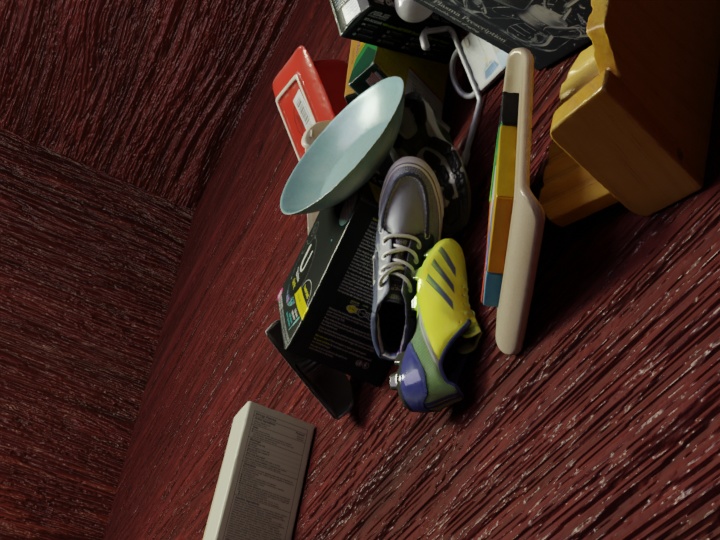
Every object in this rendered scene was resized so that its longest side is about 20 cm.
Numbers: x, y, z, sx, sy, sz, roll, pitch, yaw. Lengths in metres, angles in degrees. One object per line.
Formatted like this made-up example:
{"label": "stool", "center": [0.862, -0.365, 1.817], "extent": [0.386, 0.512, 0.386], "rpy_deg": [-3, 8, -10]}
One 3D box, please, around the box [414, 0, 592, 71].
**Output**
{"label": "box", "center": [0.149, -0.302, 0.910], "extent": [0.106, 0.197, 0.182], "rpy_deg": [-69, 15, -13]}

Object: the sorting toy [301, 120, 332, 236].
{"label": "sorting toy", "center": [-0.017, -0.139, 1.377], "extent": [0.182, 0.104, 0.203], "rpy_deg": [-79, -8, -49]}

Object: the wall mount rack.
{"label": "wall mount rack", "center": [0.139, -0.226, 1.092], "extent": [0.200, 0.073, 0.177], "rpy_deg": [-38, 70, 62]}

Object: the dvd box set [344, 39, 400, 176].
{"label": "dvd box set", "center": [0.022, -0.245, 1.325], "extent": [0.029, 0.147, 0.202], "rpy_deg": [-12, 43, 17]}

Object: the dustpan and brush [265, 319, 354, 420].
{"label": "dustpan and brush", "center": [-0.050, 0.113, 1.222], "extent": [0.057, 0.140, 0.200], "rpy_deg": [-40, -3, -2]}

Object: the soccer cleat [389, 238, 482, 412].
{"label": "soccer cleat", "center": [0.088, 0.051, 0.942], "extent": [0.082, 0.065, 0.203], "rpy_deg": [-11, 45, 31]}

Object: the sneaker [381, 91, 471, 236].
{"label": "sneaker", "center": [0.094, -0.116, 1.099], "extent": [0.076, 0.088, 0.203], "rpy_deg": [-36, 50, 24]}

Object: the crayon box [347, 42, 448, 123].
{"label": "crayon box", "center": [0.056, -0.261, 1.260], "extent": [0.050, 0.127, 0.202], "rpy_deg": [-34, 26, 32]}

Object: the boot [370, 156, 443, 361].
{"label": "boot", "center": [0.047, -0.010, 1.005], "extent": [0.091, 0.071, 0.204], "rpy_deg": [-64, -24, -66]}

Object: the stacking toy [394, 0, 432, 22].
{"label": "stacking toy", "center": [0.100, -0.362, 1.149], "extent": [0.201, 0.146, 0.146], "rpy_deg": [-50, 7, -27]}

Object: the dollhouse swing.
{"label": "dollhouse swing", "center": [0.172, -0.157, 0.735], "extent": [0.174, 0.180, 0.204], "rpy_deg": [-10, 58, 48]}

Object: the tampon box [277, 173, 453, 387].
{"label": "tampon box", "center": [0.000, 0.000, 1.142], "extent": [0.203, 0.124, 0.150], "rpy_deg": [-63, 18, 17]}

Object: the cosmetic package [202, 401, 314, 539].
{"label": "cosmetic package", "center": [-0.134, 0.289, 1.257], "extent": [0.073, 0.102, 0.203], "rpy_deg": [-46, 26, 52]}

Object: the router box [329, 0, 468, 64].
{"label": "router box", "center": [0.043, -0.353, 1.203], "extent": [0.062, 0.198, 0.152], "rpy_deg": [-35, 64, 40]}

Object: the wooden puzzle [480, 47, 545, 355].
{"label": "wooden puzzle", "center": [0.127, -0.060, 0.833], "extent": [0.187, 0.036, 0.203], "rpy_deg": [89, -176, -48]}

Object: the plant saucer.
{"label": "plant saucer", "center": [-0.011, -0.131, 1.089], "extent": [0.200, 0.039, 0.202], "rpy_deg": [-42, 22, 21]}

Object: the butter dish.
{"label": "butter dish", "center": [-0.044, -0.274, 1.638], "extent": [0.203, 0.146, 0.199], "rpy_deg": [68, 157, 1]}

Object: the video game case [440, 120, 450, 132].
{"label": "video game case", "center": [0.064, -0.157, 1.331], "extent": [0.145, 0.017, 0.200], "rpy_deg": [-64, 16, 15]}
